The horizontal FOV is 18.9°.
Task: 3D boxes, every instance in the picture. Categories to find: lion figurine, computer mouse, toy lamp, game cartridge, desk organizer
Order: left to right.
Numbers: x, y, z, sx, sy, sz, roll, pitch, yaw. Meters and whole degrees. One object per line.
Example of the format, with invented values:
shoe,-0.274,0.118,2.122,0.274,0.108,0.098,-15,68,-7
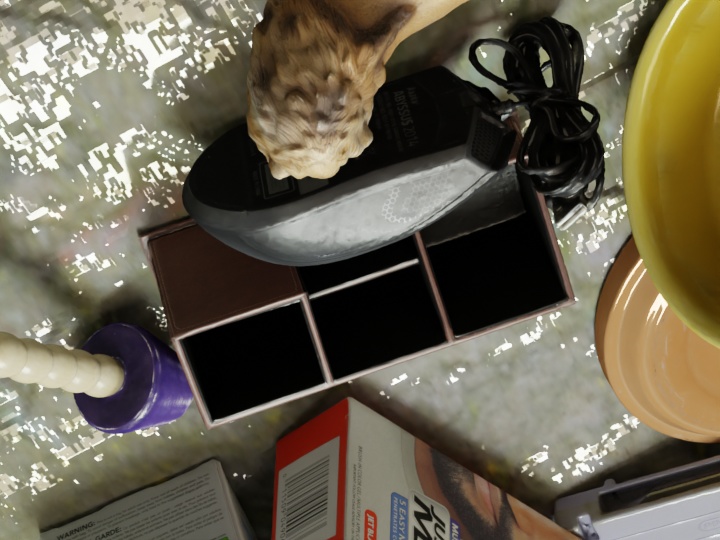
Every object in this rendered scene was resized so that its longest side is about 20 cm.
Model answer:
toy lamp,-0.150,0.044,1.033,0.058,0.058,0.199,-42,153,17
desk organizer,0.000,0.000,1.067,0.198,0.077,0.072,-19,132,-2
computer mouse,0.017,-0.044,1.013,0.198,0.139,0.053,-14,128,7
lion figurine,0.026,-0.129,0.939,0.199,0.123,0.072,-37,130,13
game cartridge,0.227,0.153,1.272,0.198,0.039,0.130,-18,138,16

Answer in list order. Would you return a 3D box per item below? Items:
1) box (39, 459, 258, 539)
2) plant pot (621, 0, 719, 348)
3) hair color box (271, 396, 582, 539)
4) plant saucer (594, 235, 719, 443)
box,-0.087,0.222,1.205,0.112,0.102,0.201,-23,132,0
plant pot,0.259,-0.058,1.041,0.188,0.201,0.202,0,130,-39
hair color box,0.043,0.167,1.181,0.064,0.112,0.199,-32,130,33
plant saucer,0.227,0.021,1.189,0.198,0.032,0.202,-9,130,-10
